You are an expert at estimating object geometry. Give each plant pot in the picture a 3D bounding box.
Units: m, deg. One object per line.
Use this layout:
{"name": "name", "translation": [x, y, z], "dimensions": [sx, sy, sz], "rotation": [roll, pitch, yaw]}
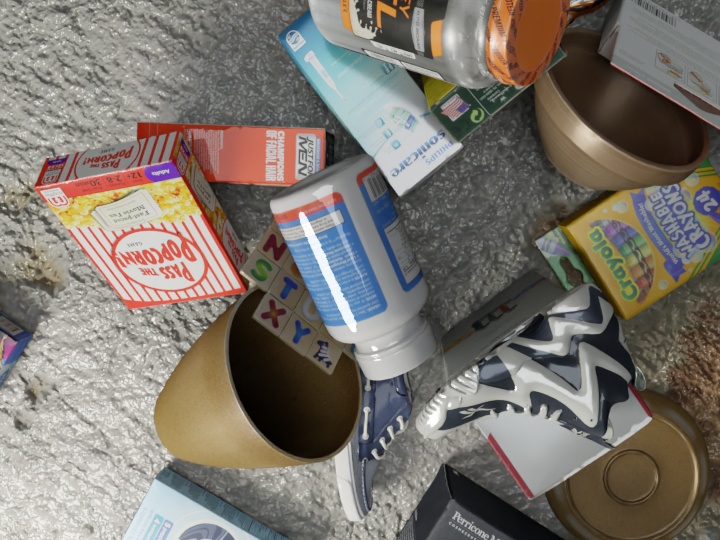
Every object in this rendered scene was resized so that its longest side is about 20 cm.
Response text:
{"name": "plant pot", "translation": [0.314, 0.238, 0.889], "dimensions": [0.197, 0.027, 0.204], "rotation": [0, 95, 3]}
{"name": "plant pot", "translation": [-0.130, 0.136, 0.822], "dimensions": [0.199, 0.186, 0.188], "rotation": [-28, 95, 37]}
{"name": "plant pot", "translation": [0.254, -0.152, 0.798], "dimensions": [0.199, 0.202, 0.093], "rotation": [32, 136, -1]}

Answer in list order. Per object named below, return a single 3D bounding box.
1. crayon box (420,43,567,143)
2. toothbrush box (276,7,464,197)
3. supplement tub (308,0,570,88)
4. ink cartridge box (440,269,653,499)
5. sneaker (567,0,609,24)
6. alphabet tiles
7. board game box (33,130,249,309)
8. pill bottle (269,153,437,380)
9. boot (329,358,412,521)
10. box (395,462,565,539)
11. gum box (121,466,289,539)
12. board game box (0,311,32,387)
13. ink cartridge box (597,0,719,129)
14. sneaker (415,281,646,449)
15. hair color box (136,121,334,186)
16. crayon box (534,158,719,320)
{"name": "crayon box", "translation": [0.120, -0.225, 0.756], "dimensions": [0.126, 0.201, 0.051], "rotation": [-37, 119, 24]}
{"name": "toothbrush box", "translation": [0.013, -0.179, 0.801], "dimensions": [0.085, 0.146, 0.201], "rotation": [-37, 92, 5]}
{"name": "supplement tub", "translation": [0.062, -0.225, 0.626], "dimensions": [0.198, 0.122, 0.124], "rotation": [26, 98, 32]}
{"name": "ink cartridge box", "translation": [0.181, 0.107, 0.796], "dimensions": [0.144, 0.200, 0.146], "rotation": [-36, 92, 8]}
{"name": "sneaker", "translation": [0.223, -0.317, 0.817], "dimensions": [0.199, 0.076, 0.093], "rotation": [-34, 89, 4]}
{"name": "alphabet tiles", "translation": [-0.033, 0.006, 0.811], "dimensions": [0.166, 0.201, 0.006], "rotation": [38, 139, -13]}
{"name": "board game box", "translation": [-0.220, -0.045, 0.804], "dimensions": [0.149, 0.047, 0.201], "rotation": [-9, 139, 12]}
{"name": "pill bottle", "translation": [0.000, 0.000, 0.741], "dimensions": [0.111, 0.112, 0.202], "rotation": [-23, 103, 4]}
{"name": "boot", "translation": [0.018, 0.187, 0.872], "dimensions": [0.089, 0.073, 0.203], "rotation": [-5, 95, 9]}
{"name": "box", "translation": [0.129, 0.369, 0.864], "dimensions": [0.198, 0.124, 0.198], "rotation": [32, 94, -1]}
{"name": "gum box", "translation": [-0.195, 0.363, 0.915], "dimensions": [0.198, 0.045, 0.171], "rotation": [29, 96, 0]}
{"name": "board game box", "translation": [-0.529, 0.106, 0.905], "dimensions": [0.199, 0.043, 0.200], "rotation": [34, 97, -1]}
{"name": "ink cartridge box", "translation": [0.337, -0.190, 0.779], "dimensions": [0.198, 0.175, 0.044], "rotation": [30, 139, -2]}
{"name": "sneaker", "translation": [0.155, 0.117, 0.657], "dimensions": [0.198, 0.080, 0.130], "rotation": [-36, 83, -2]}
{"name": "hair color box", "translation": [-0.131, -0.125, 0.830], "dimensions": [0.197, 0.111, 0.065], "rotation": [2, 97, 3]}
{"name": "crayon box", "translation": [0.314, -0.036, 0.849], "dimensions": [0.199, 0.052, 0.127], "rotation": [-34, 93, 6]}
